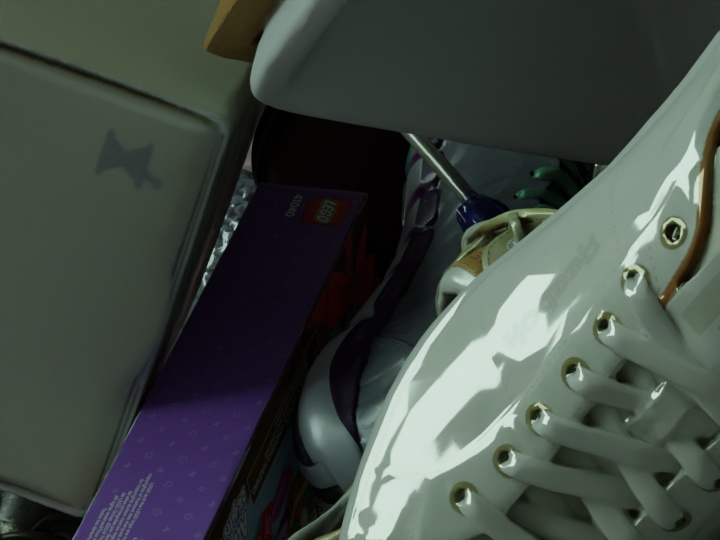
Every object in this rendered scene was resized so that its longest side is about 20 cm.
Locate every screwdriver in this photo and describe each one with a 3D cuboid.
[{"bbox_3d":[0.025,-0.025,0.691,0.028,0.029,0.200,-25,39,-13],"label":"screwdriver"}]

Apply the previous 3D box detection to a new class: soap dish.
[{"bbox_3d":[0.064,-0.103,0.618,0.200,0.157,0.081,132,142,-59],"label":"soap dish"}]

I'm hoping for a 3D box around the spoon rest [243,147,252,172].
[{"bbox_3d":[0.020,-0.113,0.967,0.200,0.061,0.099,-53,4,-3],"label":"spoon rest"}]

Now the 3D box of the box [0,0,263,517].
[{"bbox_3d":[-0.096,-0.033,0.764,0.200,0.109,0.128,-74,5,-71],"label":"box"}]

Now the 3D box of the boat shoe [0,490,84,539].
[{"bbox_3d":[-0.099,0.091,0.741,0.200,0.073,0.065,-39,-44,-53],"label":"boat shoe"}]

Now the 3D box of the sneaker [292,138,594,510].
[{"bbox_3d":[0.054,-0.003,0.730,0.087,0.074,0.200,-21,33,39],"label":"sneaker"}]

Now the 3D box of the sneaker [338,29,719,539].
[{"bbox_3d":[0.058,0.014,0.487,0.200,0.073,0.085,-57,4,1],"label":"sneaker"}]

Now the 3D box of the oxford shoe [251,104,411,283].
[{"bbox_3d":[0.000,0.000,0.836,0.200,0.073,0.084,105,154,-42],"label":"oxford shoe"}]

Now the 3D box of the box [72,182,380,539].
[{"bbox_3d":[-0.035,0.088,0.725,0.200,0.039,0.137,-66,-24,-47],"label":"box"}]

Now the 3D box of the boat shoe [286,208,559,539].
[{"bbox_3d":[0.051,0.015,0.563,0.200,0.068,0.075,-60,7,-14],"label":"boat shoe"}]

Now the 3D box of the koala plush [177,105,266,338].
[{"bbox_3d":[-0.044,-0.008,1.066,0.177,0.184,0.200,-28,21,-1],"label":"koala plush"}]
